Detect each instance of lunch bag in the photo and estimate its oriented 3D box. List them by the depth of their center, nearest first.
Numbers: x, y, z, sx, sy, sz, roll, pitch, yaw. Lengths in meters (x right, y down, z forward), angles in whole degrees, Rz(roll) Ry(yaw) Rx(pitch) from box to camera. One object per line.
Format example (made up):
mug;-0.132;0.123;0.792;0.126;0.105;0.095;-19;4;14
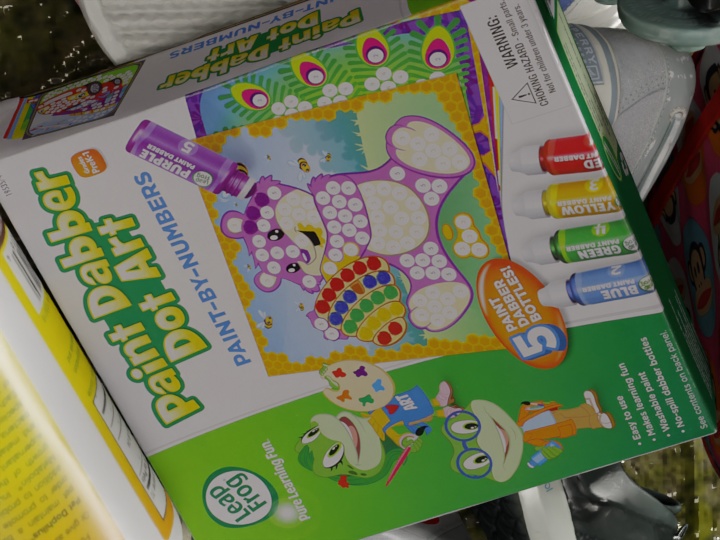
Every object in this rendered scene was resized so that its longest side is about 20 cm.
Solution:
lunch bag;0.160;-0.024;0.976;0.081;0.200;0.177;-8;73;-7

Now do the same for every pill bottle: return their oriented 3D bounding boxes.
pill bottle;-0.133;0.072;0.928;0.109;0.109;0.201;-28;113;0

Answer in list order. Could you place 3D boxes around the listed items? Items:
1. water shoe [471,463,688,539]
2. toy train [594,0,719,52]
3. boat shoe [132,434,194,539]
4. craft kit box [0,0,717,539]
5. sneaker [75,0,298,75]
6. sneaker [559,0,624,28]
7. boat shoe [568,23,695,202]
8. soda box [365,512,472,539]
water shoe;0.104;0.126;1.085;0.079;0.071;0.201;-30;120;-17
toy train;0.115;-0.135;0.897;0.113;0.200;0.086;-11;119;-21
boat shoe;-0.081;0.111;1.045;0.062;0.071;0.201;20;97;-31
craft kit box;0.000;0.000;0.930;0.197;0.049;0.201;-17;122;17
sneaker;-0.089;-0.138;0.947;0.075;0.105;0.200;-39;104;1
sneaker;0.005;-0.100;0.991;0.199;0.075;0.089;-16;123;-15
boat shoe;0.070;-0.013;1.005;0.071;0.070;0.201;-2;143;-24
soda box;-0.027;0.178;1.083;0.068;0.063;0.201;23;102;-16
